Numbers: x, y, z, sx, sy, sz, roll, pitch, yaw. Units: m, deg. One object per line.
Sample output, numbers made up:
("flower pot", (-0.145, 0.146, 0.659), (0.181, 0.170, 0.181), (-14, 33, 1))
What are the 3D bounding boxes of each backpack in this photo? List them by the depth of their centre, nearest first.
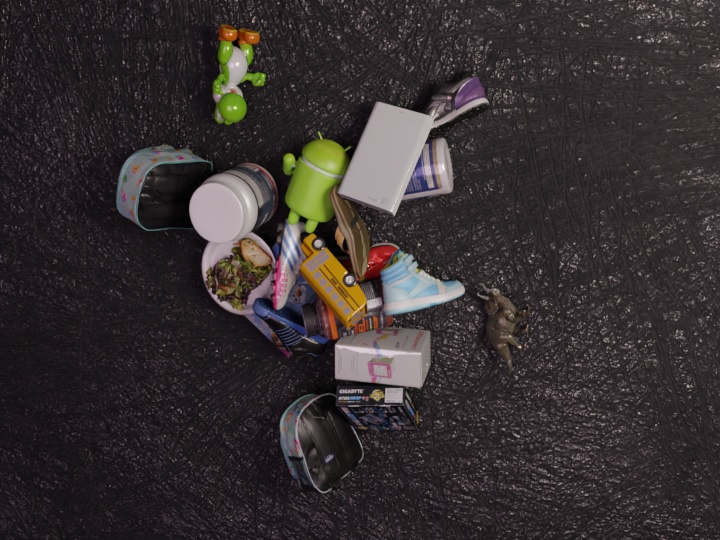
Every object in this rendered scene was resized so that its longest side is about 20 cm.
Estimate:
("backpack", (-0.441, -0.183, 1.458), (0.151, 0.199, 0.179), (29, 115, 21))
("backpack", (-0.103, 0.396, 1.567), (0.148, 0.176, 0.205), (-6, 108, 48))

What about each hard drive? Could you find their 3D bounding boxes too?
("hard drive", (0.049, -0.223, 1.306), (0.129, 0.026, 0.204), (21, 84, 26))

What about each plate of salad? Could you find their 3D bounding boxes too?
("plate of salad", (-0.281, 0.007, 1.516), (0.194, 0.048, 0.206), (4, 106, 15))

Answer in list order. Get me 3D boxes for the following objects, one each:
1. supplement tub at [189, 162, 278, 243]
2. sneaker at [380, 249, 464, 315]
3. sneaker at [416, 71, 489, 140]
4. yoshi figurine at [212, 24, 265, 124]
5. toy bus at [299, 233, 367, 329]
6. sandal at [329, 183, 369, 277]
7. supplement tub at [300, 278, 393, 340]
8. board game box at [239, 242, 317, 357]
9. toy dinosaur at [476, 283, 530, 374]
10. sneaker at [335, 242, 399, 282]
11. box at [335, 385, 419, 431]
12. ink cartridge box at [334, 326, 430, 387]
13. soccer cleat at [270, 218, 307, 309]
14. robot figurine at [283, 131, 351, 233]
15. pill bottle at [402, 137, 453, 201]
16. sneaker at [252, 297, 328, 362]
("supplement tub", (-0.269, -0.146, 1.424), (0.136, 0.200, 0.144), (4, 109, 13))
("sneaker", (0.130, 0.013, 1.413), (0.195, 0.079, 0.134), (-11, 85, -27))
("sneaker", (0.156, -0.328, 1.336), (0.196, 0.075, 0.090), (-22, 81, 20))
("yoshi figurine", (-0.263, -0.400, 1.394), (0.109, 0.112, 0.205), (15, 114, 2))
("toy bus", (-0.062, 0.020, 1.393), (0.078, 0.065, 0.200), (-38, 71, -12))
("sandal", (-0.029, -0.083, 1.385), (0.053, 0.081, 0.204), (-7, 115, 31))
("supplement tub", (-0.031, 0.090, 1.456), (0.194, 0.107, 0.110), (-13, 106, -5))
("board game box", (-0.176, 0.067, 1.553), (0.199, 0.043, 0.201), (42, 112, 0))
("toy dinosaur", (0.313, 0.120, 1.438), (0.100, 0.077, 0.205), (6, 114, 25))
("sneaker", (0.000, 0.000, 1.463), (0.195, 0.085, 0.079), (-18, 103, 19))
("box", (0.044, 0.318, 1.509), (0.154, 0.047, 0.201), (-3, 151, 15))
("ink cartridge box", (0.054, 0.187, 1.476), (0.194, 0.145, 0.087), (5, 106, 13))
("soccer cleat", (-0.151, -0.013, 1.463), (0.084, 0.070, 0.206), (7, 88, -11))
("robot figurine", (-0.090, -0.187, 1.409), (0.172, 0.116, 0.204), (24, 112, -1))
("pill bottle", (0.086, -0.200, 1.362), (0.194, 0.111, 0.114), (-8, 106, 16))
("sneaker", (-0.167, 0.139, 1.506), (0.197, 0.070, 0.079), (29, 107, -7))
